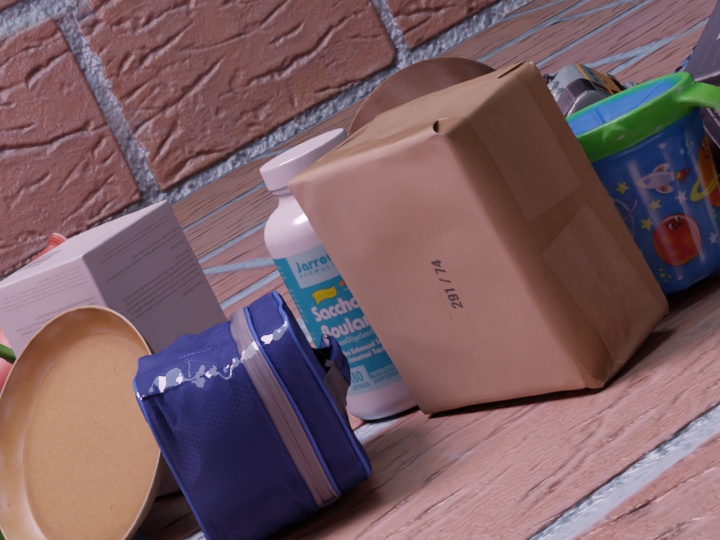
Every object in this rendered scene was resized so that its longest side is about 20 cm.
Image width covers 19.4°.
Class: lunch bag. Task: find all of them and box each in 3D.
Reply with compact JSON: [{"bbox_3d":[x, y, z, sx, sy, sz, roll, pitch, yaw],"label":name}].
[{"bbox_3d":[-0.065,0.095,1.411,0.132,0.136,0.200,-26,8,-1],"label":"lunch bag"}]

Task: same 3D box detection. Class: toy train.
[{"bbox_3d":[0.217,-0.131,1.841,0.085,0.114,0.200,-61,11,15],"label":"toy train"}]

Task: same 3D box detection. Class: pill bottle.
[{"bbox_3d":[0.000,0.000,1.548,0.110,0.201,0.111,-26,9,5],"label":"pill bottle"}]

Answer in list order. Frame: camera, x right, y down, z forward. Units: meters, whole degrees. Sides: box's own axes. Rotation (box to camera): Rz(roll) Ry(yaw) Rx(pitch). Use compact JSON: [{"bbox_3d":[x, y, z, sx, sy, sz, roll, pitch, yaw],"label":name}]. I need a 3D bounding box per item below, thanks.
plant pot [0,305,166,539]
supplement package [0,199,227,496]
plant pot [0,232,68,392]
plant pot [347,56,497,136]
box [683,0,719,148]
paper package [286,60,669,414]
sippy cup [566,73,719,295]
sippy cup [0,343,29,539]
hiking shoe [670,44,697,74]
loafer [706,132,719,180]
[{"bbox_3d":[-0.203,0.127,1.553,0.200,0.201,0.027,-18,-22,41],"label":"plant pot"},{"bbox_3d":[-0.180,0.069,1.660,0.119,0.201,0.121,-19,11,37],"label":"supplement package"},{"bbox_3d":[-0.285,0.106,1.834,0.195,0.201,0.201,-38,12,-14],"label":"plant pot"},{"bbox_3d":[0.102,-0.071,1.806,0.186,0.187,0.200,-28,24,-8],"label":"plant pot"},{"bbox_3d":[0.380,-0.191,1.642,0.200,0.117,0.197,-17,33,44],"label":"box"},{"bbox_3d":[0.077,-0.016,1.418,0.103,0.200,0.190,-39,14,-35],"label":"paper package"},{"bbox_3d":[0.193,-0.051,1.469,0.139,0.131,0.178,-28,9,-19],"label":"sippy cup"},{"bbox_3d":[-0.328,0.149,1.678,0.130,0.140,0.178,15,33,-6],"label":"sippy cup"},{"bbox_3d":[0.302,-0.165,1.999,0.086,0.075,0.200,-17,13,41],"label":"hiking shoe"},{"bbox_3d":[0.296,-0.121,1.732,0.071,0.073,0.200,-47,-4,35],"label":"loafer"}]
